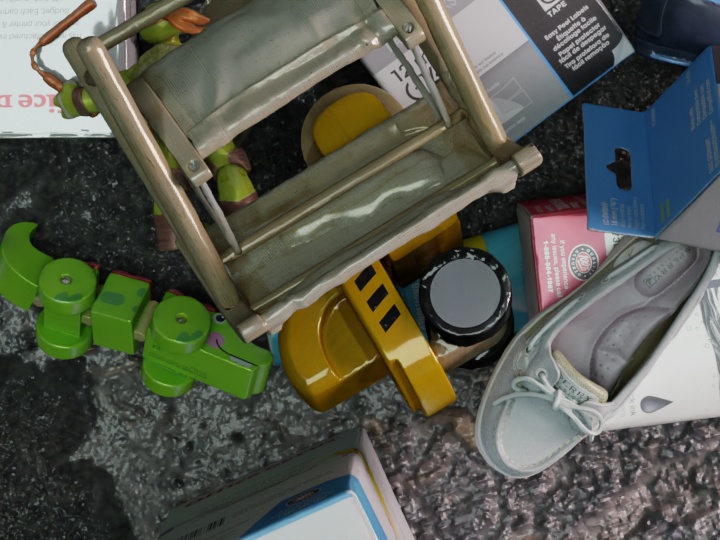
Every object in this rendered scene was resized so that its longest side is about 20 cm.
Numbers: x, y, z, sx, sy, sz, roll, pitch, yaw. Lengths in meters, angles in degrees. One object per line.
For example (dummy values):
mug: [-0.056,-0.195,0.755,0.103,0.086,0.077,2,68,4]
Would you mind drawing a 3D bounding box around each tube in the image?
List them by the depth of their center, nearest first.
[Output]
tube: [0.035,0.019,1.683,0.200,0.050,0.077,-12,104,-3]

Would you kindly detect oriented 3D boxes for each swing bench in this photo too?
swing bench: [-0.035,-0.094,1.488,0.199,0.130,0.200,-31,100,-6]

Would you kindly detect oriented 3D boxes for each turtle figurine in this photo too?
turtle figurine: [-0.098,-0.100,1.573,0.200,0.064,0.161,-14,99,11]

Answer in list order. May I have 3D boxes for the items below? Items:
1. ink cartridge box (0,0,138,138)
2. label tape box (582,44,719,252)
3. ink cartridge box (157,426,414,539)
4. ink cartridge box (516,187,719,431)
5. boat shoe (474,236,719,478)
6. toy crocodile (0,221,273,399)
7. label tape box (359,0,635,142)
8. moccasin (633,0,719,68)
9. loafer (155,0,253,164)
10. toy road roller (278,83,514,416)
ink cartridge box: [-0.217,-0.187,1.645,0.147,0.086,0.200,1,99,2]
label tape box: [0.239,-0.069,1.547,0.200,0.144,0.063,11,125,-4]
ink cartridge box: [-0.037,0.208,1.627,0.147,0.200,0.146,-24,97,5]
ink cartridge box: [0.209,0.019,1.644,0.200,0.084,0.145,-7,98,-2]
boat shoe: [0.146,0.046,1.569,0.074,0.065,0.202,44,94,-6]
toy crocodile: [-0.150,0.029,1.676,0.200,0.068,0.062,20,53,8]
label tape box: [0.056,-0.176,1.617,0.143,0.066,0.200,-37,115,6]
moccasin: [0.266,-0.138,1.634,0.200,0.080,0.068,20,118,-9]
loafer: [-0.071,-0.147,1.651,0.076,0.068,0.200,26,97,-1]
toy road roller: [0.000,0.000,1.601,0.146,0.123,0.200,-31,78,-3]
